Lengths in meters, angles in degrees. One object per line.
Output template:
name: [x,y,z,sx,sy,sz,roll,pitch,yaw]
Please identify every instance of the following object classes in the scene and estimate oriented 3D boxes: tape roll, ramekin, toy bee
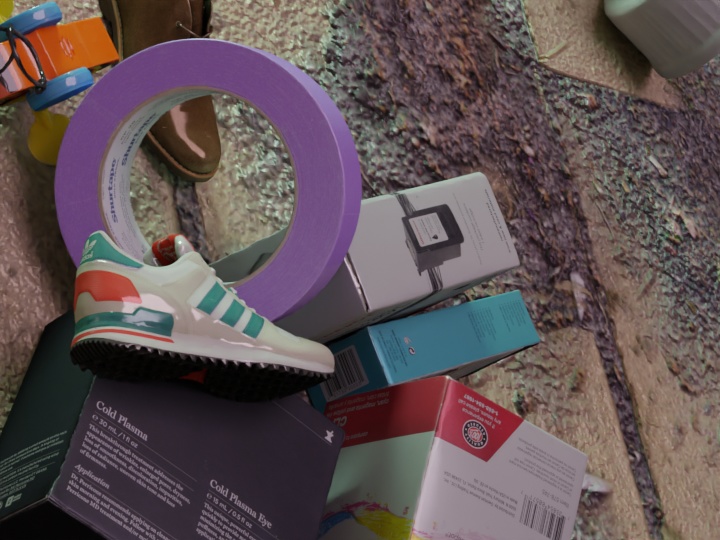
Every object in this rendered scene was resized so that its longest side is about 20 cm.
tape roll: [-0.102,-0.055,1.245,0.200,0.200,0.066,63,10,2]
ramekin: [0.345,-0.307,1.905,0.098,0.200,0.201,37,44,-17]
toy bee: [-0.245,-0.140,1.250,0.131,0.109,0.200,70,13,16]

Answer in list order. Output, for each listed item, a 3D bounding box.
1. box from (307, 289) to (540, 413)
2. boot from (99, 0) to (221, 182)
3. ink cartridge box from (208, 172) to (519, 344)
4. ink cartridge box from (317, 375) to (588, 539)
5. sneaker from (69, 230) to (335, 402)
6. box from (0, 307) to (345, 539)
box: [0.049,0.064,1.447,0.200,0.082,0.049,-12,77,-50]
boot: [-0.140,-0.166,1.385,0.074,0.075,0.200,-6,73,-51]
ink cartridge box: [0.000,0.000,1.381,0.200,0.145,0.083,-16,83,-51]
ink cartridge box: [0.045,0.201,1.284,0.145,0.145,0.200,32,60,-31]
sneaker: [-0.095,0.025,1.158,0.200,0.070,0.094,12,65,-40]
box: [-0.129,0.140,1.192,0.200,0.104,0.182,40,44,-25]
